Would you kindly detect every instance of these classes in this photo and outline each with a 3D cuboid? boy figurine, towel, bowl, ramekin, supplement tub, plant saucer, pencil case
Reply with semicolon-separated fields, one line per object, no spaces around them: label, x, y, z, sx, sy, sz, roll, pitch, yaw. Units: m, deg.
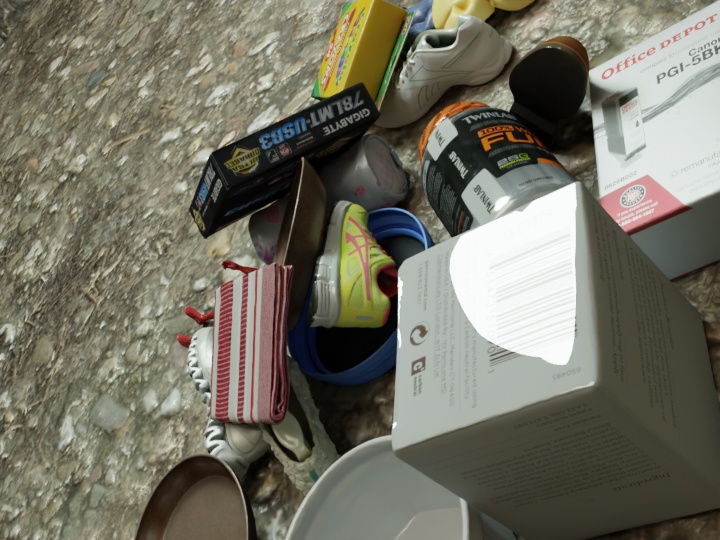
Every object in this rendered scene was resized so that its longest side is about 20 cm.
boy figurine;0.125;-0.322;1.238;0.198;0.064;0.126;-19;47;38
towel;-0.110;0.077;1.019;0.199;0.022;0.147;163;110;-65
bowl;0.005;0.029;1.098;0.199;0.039;0.203;-30;41;30
ramekin;0.036;0.245;0.824;0.199;0.105;0.203;-30;41;30
supplement tub;0.130;-0.072;0.970;0.122;0.122;0.201;-44;37;12
plant saucer;-0.166;0.290;1.051;0.199;0.034;0.204;-23;57;41
pencil case;-0.039;-0.077;1.202;0.199;0.083;0.091;-32;21;26
plant saucer;-0.069;-0.016;1.087;0.200;0.036;0.204;-167;90;-83

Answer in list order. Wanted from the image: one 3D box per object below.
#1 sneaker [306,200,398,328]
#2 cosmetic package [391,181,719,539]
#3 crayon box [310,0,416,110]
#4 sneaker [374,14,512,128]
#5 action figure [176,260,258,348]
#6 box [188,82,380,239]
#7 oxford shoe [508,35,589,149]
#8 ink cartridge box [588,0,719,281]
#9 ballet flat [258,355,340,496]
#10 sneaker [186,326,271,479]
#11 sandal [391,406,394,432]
sneaker;0.000;0.000;1.044;0.201;0.089;0.079;-81;1;-56
cosmetic package;0.146;0.079;0.756;0.163;0.199;0.167;-24;44;33
crayon box;0.000;-0.263;1.265;0.200;0.050;0.129;-147;77;-72
sneaker;0.077;-0.237;1.208;0.199;0.080;0.071;-27;44;34
action figure;-0.160;0.032;1.240;0.198;0.099;0.066;-20;48;35
box;-0.093;-0.122;1.182;0.198;0.050;0.198;-29;-5;-21
oxford shoe;0.183;-0.181;0.970;0.072;0.071;0.200;-54;-6;-7
ink cartridge box;0.275;-0.109;0.868;0.145;0.083;0.203;-26;44;34
ballet flat;-0.080;0.136;1.043;0.072;0.072;0.201;-46;52;9
sneaker;-0.138;0.135;1.153;0.081;0.075;0.201;-35;47;11
sandal;0.082;0.095;0.961;0.074;0.045;0.202;-17;35;33
